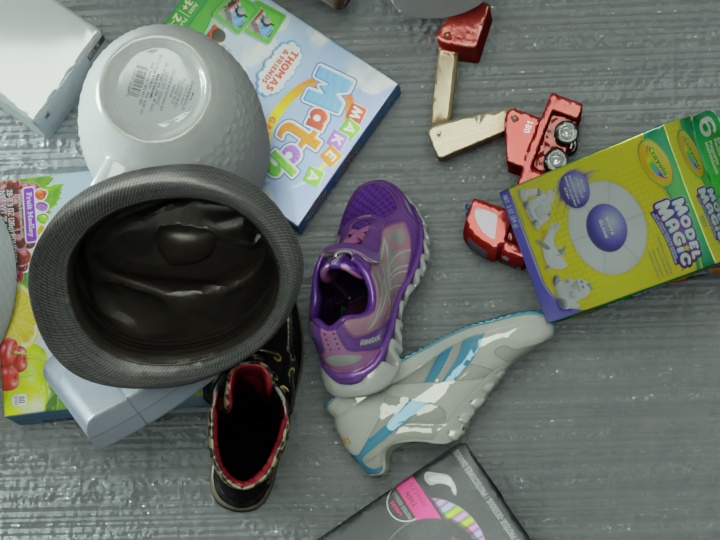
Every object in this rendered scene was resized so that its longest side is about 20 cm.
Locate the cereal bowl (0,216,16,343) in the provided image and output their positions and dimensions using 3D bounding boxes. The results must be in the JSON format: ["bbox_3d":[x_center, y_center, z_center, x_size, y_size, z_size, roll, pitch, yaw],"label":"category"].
[{"bbox_3d":[-0.386,0.010,1.729,0.199,0.083,0.201,-4,81,28],"label":"cereal bowl"}]

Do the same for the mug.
[{"bbox_3d":[-0.163,-0.095,1.655,0.147,0.175,0.200,29,79,8],"label":"mug"}]

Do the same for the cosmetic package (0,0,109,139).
[{"bbox_3d":[-0.322,-0.211,1.808,0.200,0.074,0.102,36,84,8],"label":"cosmetic package"}]

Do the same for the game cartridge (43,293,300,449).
[{"bbox_3d":[-0.148,0.050,1.653,0.200,0.041,0.133,-39,37,-8],"label":"game cartridge"}]

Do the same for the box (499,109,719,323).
[{"bbox_3d":[0.211,-0.041,1.640,0.200,0.048,0.118,-23,87,40],"label":"box"}]

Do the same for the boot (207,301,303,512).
[{"bbox_3d":[-0.085,0.091,1.685,0.073,0.151,0.201,11,81,-2],"label":"boot"}]

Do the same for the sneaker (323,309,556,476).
[{"bbox_3d":[0.074,0.095,1.720,0.199,0.077,0.081,-28,85,6],"label":"sneaker"}]

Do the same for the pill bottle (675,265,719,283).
[{"bbox_3d":[0.322,-0.063,1.707,0.199,0.111,0.112,-14,78,2],"label":"pill bottle"}]

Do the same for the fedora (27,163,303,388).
[{"bbox_3d":[-0.143,-0.008,1.563,0.199,0.090,0.177,-17,115,4],"label":"fedora"}]

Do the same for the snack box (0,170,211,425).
[{"bbox_3d":[-0.216,0.019,1.755,0.168,0.068,0.201,-5,79,1],"label":"snack box"}]

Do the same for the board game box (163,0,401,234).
[{"bbox_3d":[-0.089,-0.149,1.795,0.200,0.037,0.152,34,83,9],"label":"board game box"}]

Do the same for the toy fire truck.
[{"bbox_3d":[0.110,-0.114,1.766,0.141,0.049,0.201,20,82,8],"label":"toy fire truck"}]

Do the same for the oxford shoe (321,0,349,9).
[{"bbox_3d":[-0.082,-0.288,1.806,0.200,0.073,0.071,36,44,29],"label":"oxford shoe"}]

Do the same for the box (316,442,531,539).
[{"bbox_3d":[0.035,0.244,1.672,0.200,0.106,0.122,-35,78,-2],"label":"box"}]

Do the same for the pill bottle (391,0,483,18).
[{"bbox_3d":[0.057,-0.317,1.760,0.112,0.112,0.201,-7,66,3],"label":"pill bottle"}]

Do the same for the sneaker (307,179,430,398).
[{"bbox_3d":[0.000,0.000,1.705,0.080,0.089,0.201,-8,51,25],"label":"sneaker"}]
